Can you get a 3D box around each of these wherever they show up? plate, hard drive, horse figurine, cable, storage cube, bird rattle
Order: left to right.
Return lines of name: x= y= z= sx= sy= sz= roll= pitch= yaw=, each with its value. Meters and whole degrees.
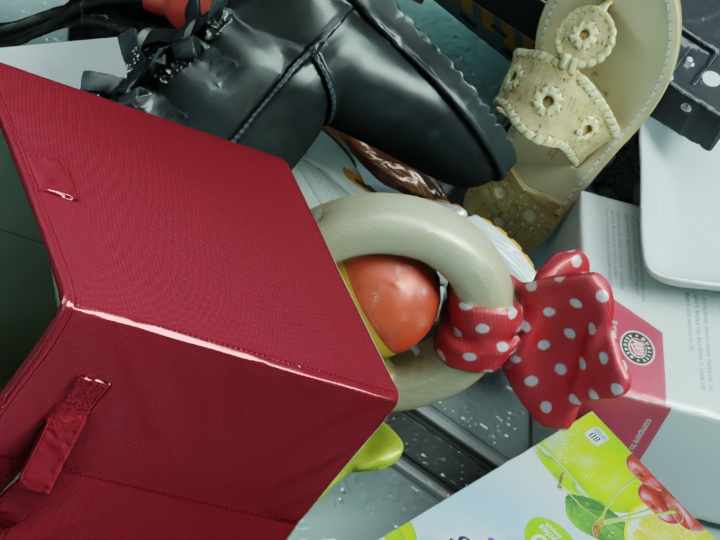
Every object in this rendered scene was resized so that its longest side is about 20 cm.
storage cube: x=-0.120 y=0.038 z=1.345 sx=0.179 sy=0.171 sz=0.200 roll=18 pitch=30 yaw=-34
cable: x=-0.132 y=-0.135 z=1.582 sx=0.199 sy=0.098 sz=0.050 roll=16 pitch=29 yaw=15
horse figurine: x=0.001 y=-0.110 z=1.692 sx=0.132 sy=0.050 sz=0.201 roll=7 pitch=43 yaw=-31
bird rattle: x=0.023 y=0.030 z=1.461 sx=0.163 sy=0.199 sz=0.113 roll=52 pitch=34 yaw=-38
hard drive: x=0.141 y=-0.167 z=1.635 sx=0.199 sy=0.038 sz=0.140 roll=33 pitch=56 yaw=7
plate: x=0.239 y=-0.051 z=1.625 sx=0.199 sy=0.032 sz=0.200 roll=8 pitch=48 yaw=-9

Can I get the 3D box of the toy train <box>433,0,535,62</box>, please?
toy train: x=0.104 y=-0.160 z=1.726 sx=0.200 sy=0.114 sz=0.085 roll=37 pitch=59 yaw=-3

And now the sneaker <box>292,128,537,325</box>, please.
sneaker: x=0.000 y=0.000 z=1.577 sx=0.199 sy=0.076 sz=0.092 roll=29 pitch=49 yaw=13

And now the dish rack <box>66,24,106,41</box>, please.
dish rack: x=-0.086 y=-0.189 z=1.695 sx=0.152 sy=0.055 sz=0.201 roll=-1 pitch=40 yaw=0

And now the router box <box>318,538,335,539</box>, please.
router box: x=-0.074 y=0.222 z=1.257 sx=0.179 sy=0.049 sz=0.201 roll=-4 pitch=68 yaw=-26

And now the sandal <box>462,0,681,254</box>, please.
sandal: x=0.101 y=-0.075 z=1.577 sx=0.077 sy=0.212 sz=0.070 roll=33 pitch=41 yaw=8

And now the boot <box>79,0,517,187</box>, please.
boot: x=-0.033 y=-0.068 z=1.520 sx=0.163 sy=0.073 sz=0.198 roll=-48 pitch=116 yaw=-10

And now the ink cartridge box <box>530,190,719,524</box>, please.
ink cartridge box: x=0.195 y=0.057 z=1.599 sx=0.199 sy=0.084 sz=0.146 roll=15 pitch=43 yaw=-12

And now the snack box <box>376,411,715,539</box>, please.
snack box: x=0.095 y=0.179 z=1.442 sx=0.200 sy=0.068 sz=0.169 roll=-28 pitch=66 yaw=-40

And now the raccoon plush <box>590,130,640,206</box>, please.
raccoon plush: x=0.214 y=-0.073 z=1.749 sx=0.133 sy=0.097 sz=0.200 roll=21 pitch=29 yaw=6

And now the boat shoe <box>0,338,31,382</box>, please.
boat shoe: x=-0.173 y=0.013 z=1.474 sx=0.199 sy=0.075 sz=0.068 roll=3 pitch=31 yaw=-24

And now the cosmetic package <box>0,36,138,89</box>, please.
cosmetic package: x=-0.205 y=-0.068 z=1.522 sx=0.199 sy=0.083 sz=0.051 roll=-8 pitch=53 yaw=-33
